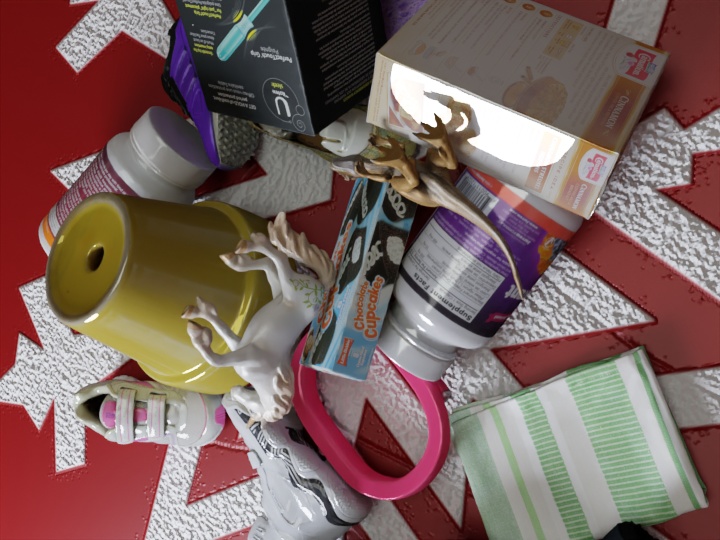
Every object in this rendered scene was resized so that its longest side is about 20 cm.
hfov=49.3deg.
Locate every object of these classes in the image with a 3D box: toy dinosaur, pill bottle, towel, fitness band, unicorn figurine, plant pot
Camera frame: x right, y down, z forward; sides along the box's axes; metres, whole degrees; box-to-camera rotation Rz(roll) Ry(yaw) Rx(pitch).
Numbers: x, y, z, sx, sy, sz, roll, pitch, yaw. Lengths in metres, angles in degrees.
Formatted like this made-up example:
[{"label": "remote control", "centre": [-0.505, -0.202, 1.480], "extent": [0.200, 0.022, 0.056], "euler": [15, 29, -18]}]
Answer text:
[{"label": "toy dinosaur", "centre": [0.060, -0.069, 0.635], "extent": [0.200, 0.106, 0.060], "euler": [34, 76, 28]}, {"label": "pill bottle", "centre": [-0.262, -0.083, 0.893], "extent": [0.200, 0.114, 0.114], "euler": [-42, 71, 20]}, {"label": "towel", "centre": [0.188, 0.170, 0.709], "extent": [0.200, 0.023, 0.153], "euler": [-26, 78, 24]}, {"label": "fitness band", "centre": [0.009, 0.131, 0.786], "extent": [0.144, 0.037, 0.200], "euler": [-51, 62, 20]}, {"label": "unicorn figurine", "centre": [-0.091, 0.058, 0.716], "extent": [0.200, 0.137, 0.074], "euler": [-50, 24, 7]}, {"label": "pill bottle", "centre": [0.097, -0.001, 0.710], "extent": [0.111, 0.111, 0.200], "euler": [42, 107, 21]}, {"label": "plant pot", "centre": [-0.196, 0.012, 0.789], "extent": [0.201, 0.189, 0.201], "euler": [-13, 68, 33]}]

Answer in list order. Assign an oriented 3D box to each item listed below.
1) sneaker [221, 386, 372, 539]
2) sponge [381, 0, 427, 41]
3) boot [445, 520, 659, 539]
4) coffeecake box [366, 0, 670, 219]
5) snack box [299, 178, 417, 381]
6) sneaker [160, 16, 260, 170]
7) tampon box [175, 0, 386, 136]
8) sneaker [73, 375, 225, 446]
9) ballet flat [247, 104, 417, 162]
[{"label": "sneaker", "centre": [-0.091, 0.218, 0.820], "extent": [0.200, 0.075, 0.115], "euler": [40, 104, 19]}, {"label": "sponge", "centre": [0.048, -0.240, 0.786], "extent": [0.200, 0.030, 0.112], "euler": [46, 108, 21]}, {"label": "boot", "centre": [0.173, 0.268, 0.676], "extent": [0.200, 0.076, 0.168], "euler": [41, 110, 9]}, {"label": "coffeecake box", "centre": [0.131, -0.152, 0.650], "extent": [0.200, 0.154, 0.073], "euler": [26, 142, 14]}, {"label": "snack box", "centre": [0.000, 0.000, 0.737], "extent": [0.037, 0.116, 0.200], "euler": [19, 81, -16]}, {"label": "sneaker", "centre": [-0.176, -0.200, 0.883], "extent": [0.099, 0.070, 0.200], "euler": [-16, 78, 33]}, {"label": "tampon box", "centre": [-0.076, -0.250, 0.722], "extent": [0.150, 0.126, 0.200], "euler": [20, 137, 34]}, {"label": "sneaker", "centre": [-0.246, 0.164, 0.893], "extent": [0.200, 0.088, 0.081], "euler": [-3, 88, 27]}, {"label": "ballet flat", "centre": [-0.040, -0.149, 0.808], "extent": [0.200, 0.071, 0.071], "euler": [21, 98, 25]}]
